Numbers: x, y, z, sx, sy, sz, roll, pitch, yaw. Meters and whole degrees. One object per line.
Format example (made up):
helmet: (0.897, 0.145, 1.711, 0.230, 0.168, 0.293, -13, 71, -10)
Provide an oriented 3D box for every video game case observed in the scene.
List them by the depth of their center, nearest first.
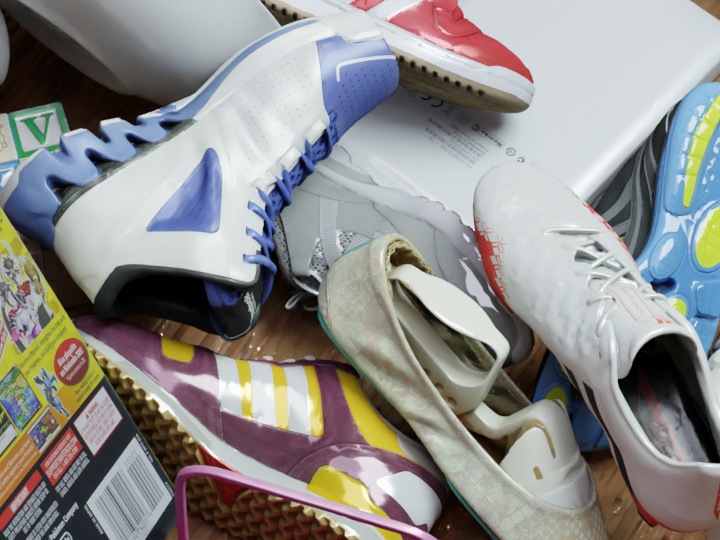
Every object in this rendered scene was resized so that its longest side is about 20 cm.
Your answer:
video game case: (-0.157, 0.075, 1.156, 0.025, 0.181, 0.200, -26, 13, 21)

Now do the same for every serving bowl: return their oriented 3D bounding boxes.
serving bowl: (-0.131, -0.140, 1.334, 0.200, 0.200, 0.066, 34, 81, 17)

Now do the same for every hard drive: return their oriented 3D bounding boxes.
hard drive: (0.087, -0.091, 1.402, 0.132, 0.026, 0.200, 37, 64, 18)

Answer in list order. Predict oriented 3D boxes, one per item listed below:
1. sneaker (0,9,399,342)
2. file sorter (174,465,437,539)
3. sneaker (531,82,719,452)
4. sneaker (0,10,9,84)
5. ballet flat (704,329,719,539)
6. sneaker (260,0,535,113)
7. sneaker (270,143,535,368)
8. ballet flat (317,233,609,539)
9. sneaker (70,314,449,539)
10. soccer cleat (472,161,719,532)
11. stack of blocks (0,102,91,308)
sneaker: (-0.059, -0.031, 1.275, 0.199, 0.081, 0.115, -28, 70, -15)
file sorter: (-0.050, 0.204, 1.161, 0.138, 0.126, 0.201, 16, 60, 8)
sneaker: (0.142, 0.002, 1.326, 0.070, 0.083, 0.201, 28, 75, -10)
sneaker: (-0.271, -0.146, 1.356, 0.111, 0.073, 0.200, -14, 37, -33)
ballet flat: (0.188, 0.091, 1.266, 0.071, 0.072, 0.201, -6, 61, -6)
sneaker: (0.012, -0.162, 1.361, 0.199, 0.071, 0.113, 24, 81, 2)
sneaker: (0.000, 0.000, 1.327, 0.199, 0.075, 0.082, 33, 71, 28)
ballet flat: (0.058, 0.067, 1.245, 0.200, 0.062, 0.067, 47, 38, -2)
sneaker: (-0.050, 0.071, 1.279, 0.199, 0.075, 0.090, 34, 55, 10)
soccer cleat: (0.116, 0.026, 1.222, 0.068, 0.085, 0.201, -22, 70, -17)
stack of blocks: (-0.237, -0.024, 1.330, 0.199, 0.059, 0.116, -13, 60, -10)
